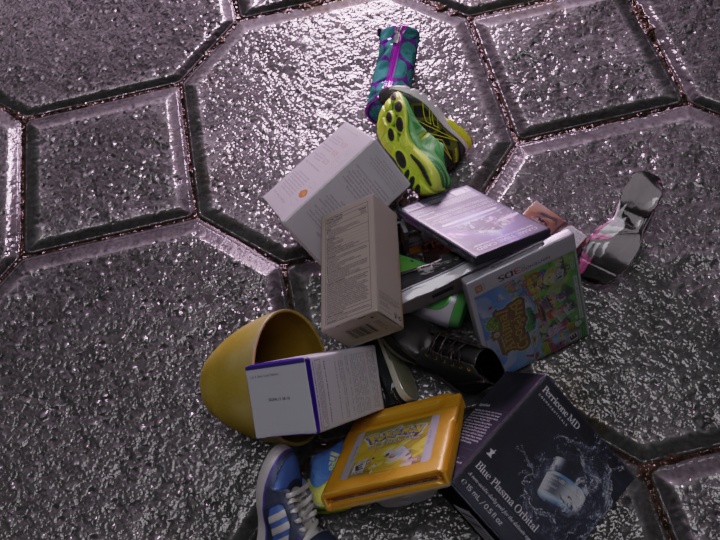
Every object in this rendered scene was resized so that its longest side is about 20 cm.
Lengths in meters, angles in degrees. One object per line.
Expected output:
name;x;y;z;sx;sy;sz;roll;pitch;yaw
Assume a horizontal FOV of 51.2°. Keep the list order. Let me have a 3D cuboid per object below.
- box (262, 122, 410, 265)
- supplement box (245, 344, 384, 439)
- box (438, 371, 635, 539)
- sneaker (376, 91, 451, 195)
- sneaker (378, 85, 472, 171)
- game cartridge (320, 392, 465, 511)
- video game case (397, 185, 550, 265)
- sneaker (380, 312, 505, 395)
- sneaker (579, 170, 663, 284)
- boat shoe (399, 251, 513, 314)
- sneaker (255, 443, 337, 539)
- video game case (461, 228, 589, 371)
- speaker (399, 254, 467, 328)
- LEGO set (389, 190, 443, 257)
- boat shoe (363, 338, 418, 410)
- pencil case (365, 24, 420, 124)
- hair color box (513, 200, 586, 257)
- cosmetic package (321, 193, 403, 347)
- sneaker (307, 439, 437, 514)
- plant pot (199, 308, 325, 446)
box;-0.044;-0.131;1.256;0.200;0.106;0.152;-42;29;0
supplement box;-0.059;0.167;1.064;0.101;0.200;0.104;-12;86;28
box;0.225;0.277;1.024;0.200;0.117;0.197;-44;97;-16
sneaker;0.091;-0.211;1.276;0.074;0.083;0.201;-36;68;36
sneaker;0.111;-0.252;1.342;0.200;0.074;0.085;32;75;-16
game cartridge;0.050;0.241;1.031;0.176;0.033;0.200;-18;17;19
video game case;0.170;-0.075;1.157;0.142;0.019;0.200;-20;35;-25
sneaker;0.123;0.112;1.126;0.200;0.106;0.075;32;67;-10
sneaker;0.439;-0.060;1.247;0.080;0.086;0.200;36;93;23
boat shoe;0.131;0.001;1.124;0.199;0.069;0.057;-22;65;-4
sneaker;-0.068;0.351;1.032;0.146;0.080;0.201;9;96;31
video game case;0.256;0.057;1.142;0.181;0.201;0.022;-24;33;-7
speaker;0.075;0.025;1.200;0.199;0.089;0.089;19;66;13
LEGO set;0.077;-0.097;1.277;0.199;0.116;0.154;-10;62;0
boat shoe;0.030;0.135;1.191;0.066;0.074;0.200;-37;53;20
pencil case;0.062;-0.378;1.442;0.085;0.093;0.201;5;64;8
hair color box;0.266;-0.008;1.243;0.111;0.064;0.200;39;72;24
cosmetic package;0.000;0.000;1.110;0.103;0.073;0.201;-21;53;30
sneaker;0.012;0.293;1.104;0.199;0.076;0.106;-7;61;3
plant pot;-0.157;0.169;1.140;0.141;0.200;0.201;-12;59;28
